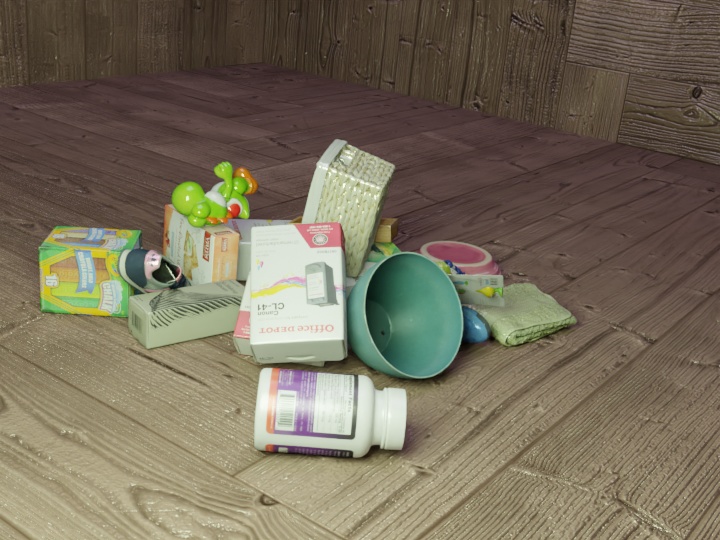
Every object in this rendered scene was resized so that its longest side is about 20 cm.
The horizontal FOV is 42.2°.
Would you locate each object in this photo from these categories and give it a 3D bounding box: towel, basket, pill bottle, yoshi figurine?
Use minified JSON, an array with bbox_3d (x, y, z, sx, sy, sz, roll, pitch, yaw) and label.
[{"bbox_3d":[0.292,0.077,1.735,0.199,0.037,0.148,-13,36,-36],"label":"towel"},{"bbox_3d":[-0.027,-0.105,1.635,0.123,0.201,0.136,20,29,4],"label":"basket"},{"bbox_3d":[-0.040,0.194,1.265,0.199,0.112,0.112,5,21,-3],"label":"pill bottle"},{"bbox_3d":[-0.277,-0.140,1.722,0.111,0.113,0.200,-2,17,20],"label":"yoshi figurine"}]

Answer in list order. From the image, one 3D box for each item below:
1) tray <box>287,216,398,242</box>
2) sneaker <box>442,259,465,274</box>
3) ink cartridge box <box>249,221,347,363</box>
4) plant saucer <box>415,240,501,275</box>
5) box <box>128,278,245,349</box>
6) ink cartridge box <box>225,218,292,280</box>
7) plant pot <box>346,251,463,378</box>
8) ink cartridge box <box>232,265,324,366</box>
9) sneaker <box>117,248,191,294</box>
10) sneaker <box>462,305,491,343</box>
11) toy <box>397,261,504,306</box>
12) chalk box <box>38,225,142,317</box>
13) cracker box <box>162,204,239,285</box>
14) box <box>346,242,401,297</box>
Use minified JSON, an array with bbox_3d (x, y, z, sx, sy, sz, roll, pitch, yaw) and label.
[{"bbox_3d":[-0.033,-0.079,1.801,0.199,0.037,0.099,3,11,10],"label":"tray"},{"bbox_3d":[0.184,0.026,1.796,0.199,0.089,0.075,2,19,-13],"label":"sneaker"},{"bbox_3d":[-0.095,0.033,1.442,0.147,0.086,0.201,-3,63,1],"label":"ink cartridge box"},{"bbox_3d":[0.198,-0.014,1.957,0.199,0.051,0.201,4,21,-2],"label":"plant saucer"},{"bbox_3d":[-0.286,0.071,1.582,0.199,0.069,0.082,-12,27,-37],"label":"box"},{"bbox_3d":[-0.176,-0.042,1.883,0.199,0.084,0.145,0,22,-15],"label":"ink cartridge box"},{"bbox_3d":[0.049,0.082,1.516,0.199,0.201,0.134,-11,-5,-37],"label":"plant pot"},{"bbox_3d":[-0.115,0.043,1.532,0.146,0.083,0.201,7,63,6],"label":"ink cartridge box"},{"bbox_3d":[-0.331,0.018,1.606,0.082,0.071,0.200,0,-16,22],"label":"sneaker"},{"bbox_3d":[0.135,0.093,1.654,0.199,0.066,0.078,21,37,36],"label":"sneaker"},{"bbox_3d":[0.148,0.017,1.601,0.199,0.115,0.047,5,63,13],"label":"toy"},{"bbox_3d":[-0.449,0.002,1.644,0.199,0.125,0.124,3,21,-4],"label":"chalk box"},{"bbox_3d":[-0.304,-0.034,1.758,0.057,0.135,0.200,-9,25,-37],"label":"cracker box"},{"bbox_3d":[0.000,0.000,1.688,0.199,0.037,0.144,-5,32,-28],"label":"box"}]
